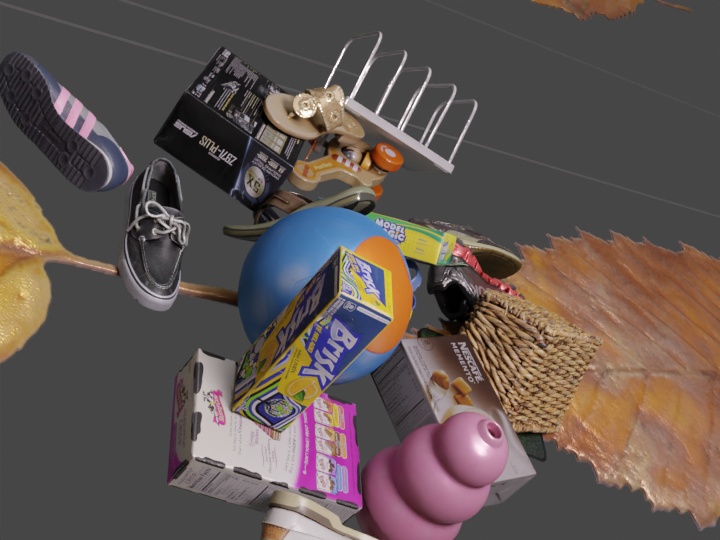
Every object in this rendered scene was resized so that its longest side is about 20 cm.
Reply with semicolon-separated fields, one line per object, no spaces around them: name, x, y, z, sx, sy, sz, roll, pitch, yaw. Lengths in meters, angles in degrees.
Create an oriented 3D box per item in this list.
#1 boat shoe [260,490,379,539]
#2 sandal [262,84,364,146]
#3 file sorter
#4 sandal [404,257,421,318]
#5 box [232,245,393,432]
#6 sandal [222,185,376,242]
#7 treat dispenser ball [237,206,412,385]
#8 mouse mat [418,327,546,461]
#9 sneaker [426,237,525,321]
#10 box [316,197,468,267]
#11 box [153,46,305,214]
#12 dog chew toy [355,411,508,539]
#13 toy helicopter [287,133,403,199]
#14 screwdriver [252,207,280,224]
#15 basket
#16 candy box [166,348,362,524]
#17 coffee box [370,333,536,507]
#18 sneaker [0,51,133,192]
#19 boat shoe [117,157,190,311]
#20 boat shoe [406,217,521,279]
boat shoe;-0.021;0.294;1.066;0.199;0.075;0.069;34;63;-24
sandal;-0.045;-0.219;1.407;0.211;0.070;0.078;2;51;-59
file sorter;0.054;-0.247;1.579;0.199;0.125;0.139;30;-6;-24
sandal;0.000;0.000;1.369;0.199;0.087;0.080;20;43;-26
box;-0.049;0.071;1.042;0.064;0.200;0.070;26;37;-22
sandal;-0.075;-0.075;1.294;0.080;0.200;0.058;15;60;-69
treat dispenser ball;-0.040;0.029;1.201;0.200;0.201;0.202;26;39;-23
mouse mat;0.165;0.167;1.423;0.199;0.008;0.162;22;41;-26
sneaker;0.164;0.044;1.497;0.200;0.071;0.098;39;52;-26
box;0.044;-0.045;1.377;0.199;0.049;0.117;18;3;12
box;-0.158;-0.187;1.382;0.163;0.086;0.200;34;26;-12
dog chew toy;0.080;0.220;1.118;0.124;0.200;0.125;26;38;-23
toy helicopter;-0.041;-0.155;1.496;0.132;0.079;0.200;46;34;15
screwdriver;-0.157;-0.110;1.376;0.200;0.029;0.028;51;36;6
basket;0.205;0.120;1.413;0.142;0.150;0.200;30;10;32
candy box;-0.098;0.180;1.109;0.199;0.061;0.137;24;39;-26
coffee box;0.110;0.183;1.283;0.114;0.080;0.201;0;53;-38
sneaker;-0.345;-0.171;1.242;0.200;0.070;0.082;52;20;8
boat shoe;-0.229;-0.047;1.209;0.073;0.068;0.200;22;41;-26
boat shoe;0.153;-0.038;1.566;0.200;0.072;0.066;12;50;-30
